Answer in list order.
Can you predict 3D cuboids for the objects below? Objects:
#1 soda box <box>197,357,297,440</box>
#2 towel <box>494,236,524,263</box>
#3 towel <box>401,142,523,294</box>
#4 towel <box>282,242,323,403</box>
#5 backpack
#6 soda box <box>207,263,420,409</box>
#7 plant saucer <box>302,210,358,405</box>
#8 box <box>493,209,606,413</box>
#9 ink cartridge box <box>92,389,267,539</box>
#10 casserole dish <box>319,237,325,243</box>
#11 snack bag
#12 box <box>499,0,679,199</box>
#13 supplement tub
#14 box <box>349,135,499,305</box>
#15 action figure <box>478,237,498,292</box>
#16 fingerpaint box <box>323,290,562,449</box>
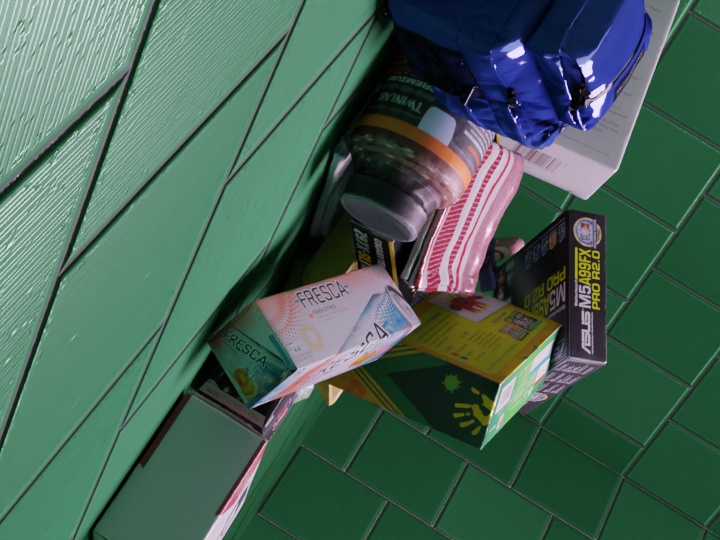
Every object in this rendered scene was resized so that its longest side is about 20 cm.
[{"bbox_3d":[-0.099,0.108,1.513,0.064,0.071,0.200,-59,177,-12],"label":"soda box"},{"bbox_3d":[0.073,0.009,1.847,0.143,0.023,0.200,-6,-164,35],"label":"towel"},{"bbox_3d":[0.097,-0.048,1.544,0.145,0.023,0.200,-68,163,5],"label":"towel"},{"bbox_3d":[-0.056,0.057,1.669,0.144,0.023,0.201,-22,134,-67],"label":"towel"},{"bbox_3d":[0.124,-0.177,1.249,0.163,0.167,0.200,-52,158,-9],"label":"backpack"},{"bbox_3d":[-0.035,0.051,1.404,0.064,0.069,0.200,-40,168,31],"label":"soda box"},{"bbox_3d":[0.000,0.000,1.631,0.200,0.048,0.200,-55,162,-30],"label":"plant saucer"},{"bbox_3d":[0.193,0.046,1.763,0.200,0.044,0.161,135,-38,-64],"label":"box"},{"bbox_3d":[-0.158,0.209,1.450,0.146,0.083,0.200,-58,176,-24],"label":"ink cartridge box"},{"bbox_3d":[-0.051,0.026,1.774,0.200,0.039,0.121,-57,176,-17],"label":"casserole dish"},{"bbox_3d":[0.018,-0.135,1.521,0.189,0.021,0.200,-57,176,-21],"label":"snack bag"},{"bbox_3d":[0.204,-0.199,1.685,0.106,0.152,0.201,124,-11,-73],"label":"box"},{"bbox_3d":[0.060,-0.126,1.394,0.201,0.107,0.107,-62,177,-15],"label":"supplement tub"},{"bbox_3d":[0.062,-0.078,1.539,0.201,0.049,0.160,-59,165,-21],"label":"box"},{"bbox_3d":[0.090,-0.065,1.767,0.193,0.104,0.201,36,45,-70],"label":"action figure"},{"bbox_3d":[0.080,0.079,1.612,0.200,0.166,0.074,-33,142,-64],"label":"fingerpaint box"}]
